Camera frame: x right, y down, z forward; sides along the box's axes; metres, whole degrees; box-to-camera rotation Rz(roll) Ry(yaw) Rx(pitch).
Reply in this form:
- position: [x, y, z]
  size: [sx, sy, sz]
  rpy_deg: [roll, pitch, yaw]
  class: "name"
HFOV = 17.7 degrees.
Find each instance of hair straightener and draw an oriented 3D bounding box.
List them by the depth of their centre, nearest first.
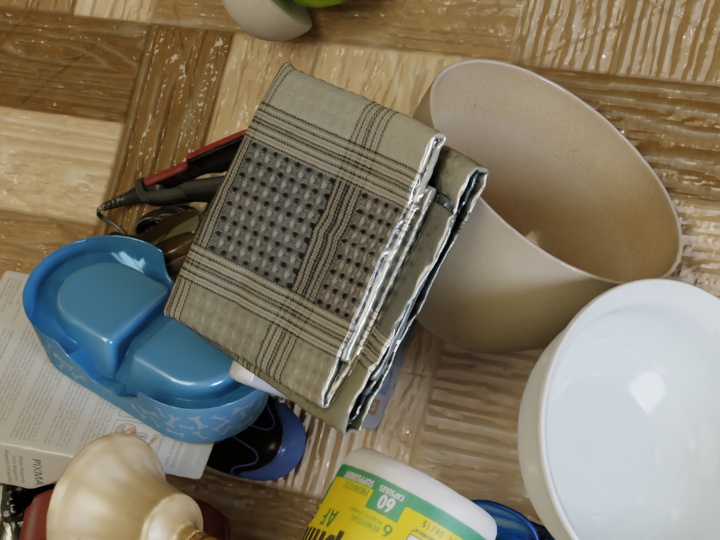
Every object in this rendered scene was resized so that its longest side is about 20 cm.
- position: [-0.136, -0.049, 1.740]
  size: [0.199, 0.041, 0.077]
  rpy_deg: [-13, 65, 44]
  class: "hair straightener"

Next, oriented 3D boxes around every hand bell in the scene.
- position: [-0.096, 0.177, 1.465]
  size: [0.199, 0.104, 0.105]
  rpy_deg: [15, 84, 40]
  class: "hand bell"

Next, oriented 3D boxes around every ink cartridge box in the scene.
- position: [-0.187, 0.086, 1.643]
  size: [0.199, 0.057, 0.163]
  rpy_deg: [13, 46, 7]
  class: "ink cartridge box"

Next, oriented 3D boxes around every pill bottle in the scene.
- position: [-0.004, 0.224, 1.474]
  size: [0.112, 0.113, 0.201]
  rpy_deg: [22, 78, 34]
  class: "pill bottle"

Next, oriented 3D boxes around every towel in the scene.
- position: [-0.029, -0.019, 1.469]
  size: [0.200, 0.034, 0.193]
  rpy_deg: [29, 93, 41]
  class: "towel"

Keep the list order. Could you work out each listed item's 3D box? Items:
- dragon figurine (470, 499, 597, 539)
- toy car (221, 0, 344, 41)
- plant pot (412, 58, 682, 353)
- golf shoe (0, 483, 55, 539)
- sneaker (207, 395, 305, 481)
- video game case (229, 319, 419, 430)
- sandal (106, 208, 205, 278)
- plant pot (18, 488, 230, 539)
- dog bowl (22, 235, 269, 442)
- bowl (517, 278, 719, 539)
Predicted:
- position: [0.096, 0.188, 1.546]
  size: [0.200, 0.059, 0.100]
  rpy_deg: [28, 91, 33]
  class: "dragon figurine"
- position: [-0.065, -0.286, 1.724]
  size: [0.175, 0.150, 0.200]
  rpy_deg: [-41, 59, 15]
  class: "toy car"
- position: [0.094, -0.023, 1.543]
  size: [0.135, 0.200, 0.201]
  rpy_deg: [-51, 55, 32]
  class: "plant pot"
- position: [-0.269, 0.218, 1.747]
  size: [0.094, 0.078, 0.201]
  rpy_deg: [-21, 65, 25]
  class: "golf shoe"
- position: [-0.134, 0.097, 1.699]
  size: [0.199, 0.078, 0.070]
  rpy_deg: [21, 87, 34]
  class: "sneaker"
- position: [0.000, 0.000, 1.583]
  size: [0.023, 0.182, 0.201]
  rpy_deg: [20, 87, 31]
  class: "video game case"
- position: [-0.167, 0.006, 1.738]
  size: [0.200, 0.055, 0.082]
  rpy_deg: [-21, 31, 46]
  class: "sandal"
- position: [-0.171, 0.263, 1.617]
  size: [0.200, 0.201, 0.196]
  rpy_deg: [-9, 64, 29]
  class: "plant pot"
- position: [-0.144, 0.050, 1.611]
  size: [0.199, 0.050, 0.111]
  rpy_deg: [28, 51, 26]
  class: "dog bowl"
- position: [0.171, 0.109, 1.468]
  size: [0.090, 0.200, 0.202]
  rpy_deg: [-13, 67, 58]
  class: "bowl"
